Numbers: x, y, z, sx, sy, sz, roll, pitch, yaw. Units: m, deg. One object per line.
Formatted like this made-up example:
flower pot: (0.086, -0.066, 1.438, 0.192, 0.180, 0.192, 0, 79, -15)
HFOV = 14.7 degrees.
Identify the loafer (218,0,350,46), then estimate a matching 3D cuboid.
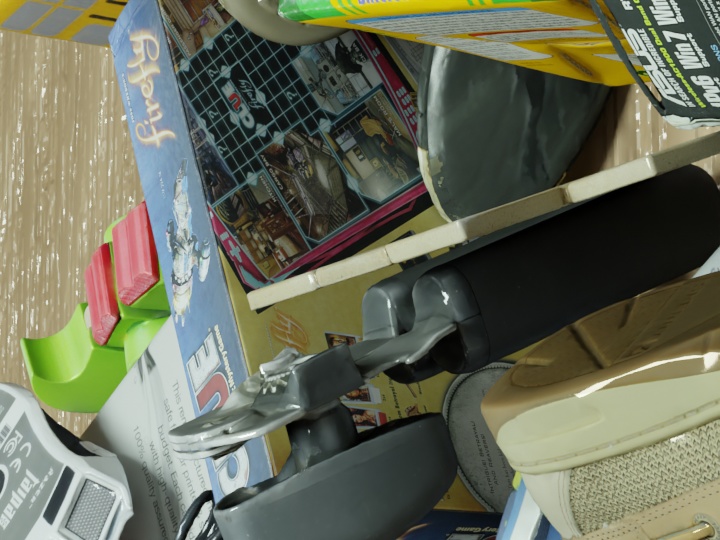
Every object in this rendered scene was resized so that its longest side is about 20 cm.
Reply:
loafer: (0.001, -0.156, 0.957, 0.067, 0.076, 0.201, -20, 37, 57)

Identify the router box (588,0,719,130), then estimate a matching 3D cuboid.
router box: (0.162, -0.117, 0.634, 0.149, 0.062, 0.200, 3, 45, 53)

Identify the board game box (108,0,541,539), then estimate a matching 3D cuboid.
board game box: (0.000, 0.000, 0.913, 0.035, 0.135, 0.201, -47, 46, 42)

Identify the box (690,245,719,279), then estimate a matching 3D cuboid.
box: (0.162, 0.068, 0.675, 0.184, 0.104, 0.201, -52, 43, 38)

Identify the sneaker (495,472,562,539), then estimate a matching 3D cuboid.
sneaker: (0.072, 0.130, 0.837, 0.082, 0.074, 0.201, 33, 113, 52)

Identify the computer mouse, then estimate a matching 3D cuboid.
computer mouse: (-0.101, 0.095, 0.975, 0.110, 0.044, 0.200, -57, 32, 2)

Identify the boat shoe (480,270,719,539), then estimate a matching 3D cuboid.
boat shoe: (0.117, 0.027, 0.609, 0.199, 0.071, 0.065, -17, 104, 46)

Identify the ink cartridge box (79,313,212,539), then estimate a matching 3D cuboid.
ink cartridge box: (-0.036, 0.099, 0.999, 0.200, 0.082, 0.147, -50, 46, 41)

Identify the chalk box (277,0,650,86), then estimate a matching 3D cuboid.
chalk box: (0.069, -0.158, 0.733, 0.124, 0.123, 0.201, 0, 85, 54)

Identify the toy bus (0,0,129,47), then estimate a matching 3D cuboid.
toy bus: (-0.073, -0.119, 0.987, 0.078, 0.199, 0.065, -31, 59, 50)

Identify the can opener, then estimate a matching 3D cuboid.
can opener: (0.032, 0.029, 0.822, 0.053, 0.199, 0.067, -12, 99, 56)

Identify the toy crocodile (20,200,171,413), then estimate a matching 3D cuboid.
toy crocodile: (-0.069, -0.008, 1.089, 0.200, 0.061, 0.068, -43, 50, 46)

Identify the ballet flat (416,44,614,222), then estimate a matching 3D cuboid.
ballet flat: (0.059, -0.110, 0.922, 0.057, 0.066, 0.201, -171, 93, -80)

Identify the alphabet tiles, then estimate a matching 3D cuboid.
alphabet tiles: (0.073, -0.027, 0.753, 0.166, 0.199, 0.006, -18, 91, 55)
